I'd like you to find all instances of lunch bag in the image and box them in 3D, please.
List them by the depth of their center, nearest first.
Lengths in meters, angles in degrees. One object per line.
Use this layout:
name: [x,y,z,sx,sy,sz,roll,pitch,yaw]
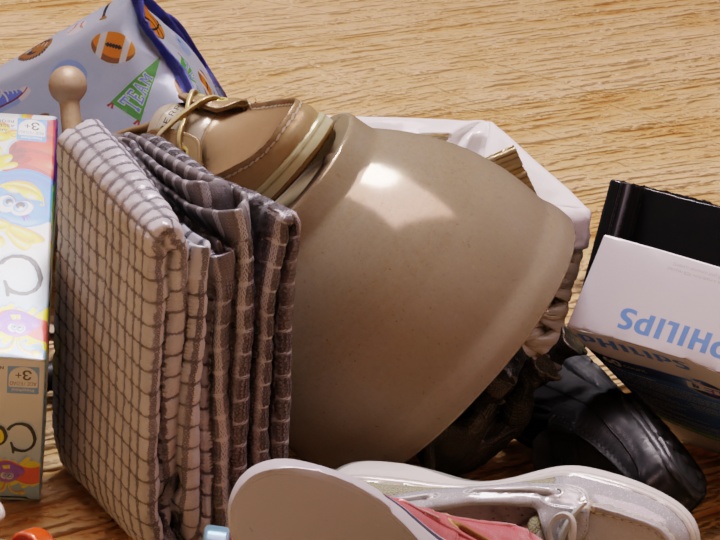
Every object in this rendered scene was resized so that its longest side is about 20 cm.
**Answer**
lunch bag: [-0.173,-0.089,1.866,0.170,0.124,0.200,-28,-10,5]

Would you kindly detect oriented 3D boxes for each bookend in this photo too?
bookend: [0.266,0.019,1.763,0.200,0.092,0.199,16,3,27]

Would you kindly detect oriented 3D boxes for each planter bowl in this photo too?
planter bowl: [0.000,0.000,1.567,0.135,0.200,0.200,43,11,-15]

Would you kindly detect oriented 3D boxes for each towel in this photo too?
towel: [-0.098,0.034,1.489,0.085,0.200,0.166,-6,21,-23]

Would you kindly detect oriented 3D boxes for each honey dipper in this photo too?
honey dipper: [-0.158,-0.021,1.658,0.038,0.201,0.038,-5,-11,-1]

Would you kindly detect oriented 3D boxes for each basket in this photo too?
basket: [0.045,-0.011,1.810,0.135,0.124,0.200,1,19,-17]

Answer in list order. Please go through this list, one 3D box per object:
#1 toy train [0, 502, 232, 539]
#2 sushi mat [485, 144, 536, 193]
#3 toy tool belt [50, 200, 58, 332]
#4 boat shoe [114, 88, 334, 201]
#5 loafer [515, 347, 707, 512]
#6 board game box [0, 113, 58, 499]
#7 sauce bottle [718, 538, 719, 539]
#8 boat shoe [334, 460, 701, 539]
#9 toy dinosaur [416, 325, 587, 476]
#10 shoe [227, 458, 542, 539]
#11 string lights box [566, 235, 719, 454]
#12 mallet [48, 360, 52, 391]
toy train: [-0.107,0.156,1.361,0.199,0.056,0.150,8,16,-6]
sushi mat: [0.015,0.002,1.683,0.200,0.096,0.012,-23,32,-6]
toy tool belt: [-0.229,-0.009,1.705,0.199,0.123,0.125,4,18,-8]
boat shoe: [-0.090,-0.061,1.571,0.200,0.066,0.074,-20,29,53]
loafer: [0.132,0.100,1.599,0.068,0.070,0.201,47,-2,-22]
board game box: [-0.217,0.015,1.552,0.105,0.103,0.200,2,41,-7]
sauce bottle: [0.267,0.153,1.477,0.200,0.065,0.065,-5,21,-31]
boat shoe: [0.068,0.138,1.448,0.201,0.075,0.065,7,23,14]
toy dinosaur: [0.066,0.074,1.603,0.077,0.102,0.200,28,35,-11]
shoe: [0.027,0.142,1.354,0.200,0.072,0.091,30,12,-7]
string lights box: [0.200,0.054,1.611,0.103,0.059,0.200,17,-13,29]
mallet: [-0.112,0.056,1.695,0.200,0.066,0.041,-21,-12,-28]
